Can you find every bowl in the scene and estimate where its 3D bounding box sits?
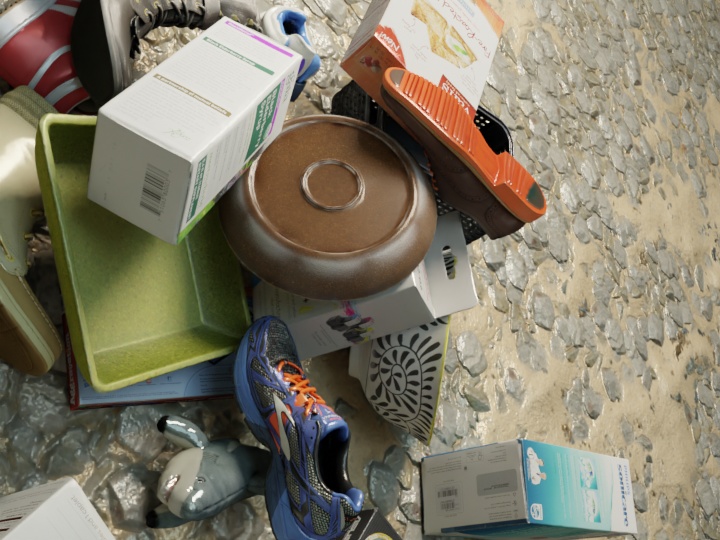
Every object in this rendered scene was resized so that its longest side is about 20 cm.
[{"bbox_3d":[0.040,0.071,0.895,0.092,0.202,0.204,8,59,4],"label":"bowl"}]

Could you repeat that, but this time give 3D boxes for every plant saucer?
[{"bbox_3d":[-0.027,-0.067,0.769,0.196,0.032,0.203,4,57,-7],"label":"plant saucer"},{"bbox_3d":[-0.179,-0.017,0.710,0.199,0.047,0.203,-12,91,-62],"label":"plant saucer"}]

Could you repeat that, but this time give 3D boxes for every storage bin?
[{"bbox_3d":[0.069,-0.124,0.943,0.198,0.093,0.137,25,53,-32],"label":"storage bin"}]

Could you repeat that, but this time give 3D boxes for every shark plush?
[{"bbox_3d":[-0.098,0.188,0.746,0.199,0.082,0.092,27,74,-50],"label":"shark plush"}]

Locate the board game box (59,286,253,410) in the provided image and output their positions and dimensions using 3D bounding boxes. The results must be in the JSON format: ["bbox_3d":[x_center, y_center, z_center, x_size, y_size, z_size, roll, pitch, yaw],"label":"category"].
[{"bbox_3d":[-0.165,0.064,0.775,0.198,0.019,0.105,3,72,-44],"label":"board game box"}]

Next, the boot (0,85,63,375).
[{"bbox_3d":[-0.262,-0.036,0.687,0.201,0.072,0.155,55,43,-9],"label":"boot"}]

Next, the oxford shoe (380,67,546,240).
[{"bbox_3d":[0.082,-0.102,0.812,0.200,0.072,0.072,43,37,-14],"label":"oxford shoe"}]

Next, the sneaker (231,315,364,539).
[{"bbox_3d":[-0.045,0.128,0.725,0.075,0.078,0.203,8,56,-54],"label":"sneaker"}]

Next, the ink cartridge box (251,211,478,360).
[{"bbox_3d":[0.000,0.000,0.816,0.068,0.197,0.117,55,22,-53],"label":"ink cartridge box"}]

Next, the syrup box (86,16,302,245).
[{"bbox_3d":[-0.123,-0.117,0.685,0.081,0.079,0.201,27,39,4],"label":"syrup box"}]

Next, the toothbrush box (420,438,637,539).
[{"bbox_3d":[0.184,0.245,0.953,0.198,0.145,0.087,17,62,-40],"label":"toothbrush box"}]

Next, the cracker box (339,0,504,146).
[{"bbox_3d":[0.069,-0.233,0.891,0.134,0.057,0.202,40,47,-21],"label":"cracker box"}]

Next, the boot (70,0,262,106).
[{"bbox_3d":[-0.159,-0.227,0.759,0.172,0.069,0.204,4,71,-39],"label":"boot"}]

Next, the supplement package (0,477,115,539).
[{"bbox_3d":[-0.227,0.275,0.535,0.193,0.146,0.200,57,43,-10],"label":"supplement package"}]

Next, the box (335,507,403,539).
[{"bbox_3d":[0.003,0.351,0.804,0.161,0.044,0.200,54,45,-14],"label":"box"}]

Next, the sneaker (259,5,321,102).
[{"bbox_3d":[-0.103,-0.164,0.838,0.080,0.145,0.203,29,55,-32],"label":"sneaker"}]

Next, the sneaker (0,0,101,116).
[{"bbox_3d":[-0.236,-0.211,0.782,0.113,0.071,0.201,47,54,-14],"label":"sneaker"}]
